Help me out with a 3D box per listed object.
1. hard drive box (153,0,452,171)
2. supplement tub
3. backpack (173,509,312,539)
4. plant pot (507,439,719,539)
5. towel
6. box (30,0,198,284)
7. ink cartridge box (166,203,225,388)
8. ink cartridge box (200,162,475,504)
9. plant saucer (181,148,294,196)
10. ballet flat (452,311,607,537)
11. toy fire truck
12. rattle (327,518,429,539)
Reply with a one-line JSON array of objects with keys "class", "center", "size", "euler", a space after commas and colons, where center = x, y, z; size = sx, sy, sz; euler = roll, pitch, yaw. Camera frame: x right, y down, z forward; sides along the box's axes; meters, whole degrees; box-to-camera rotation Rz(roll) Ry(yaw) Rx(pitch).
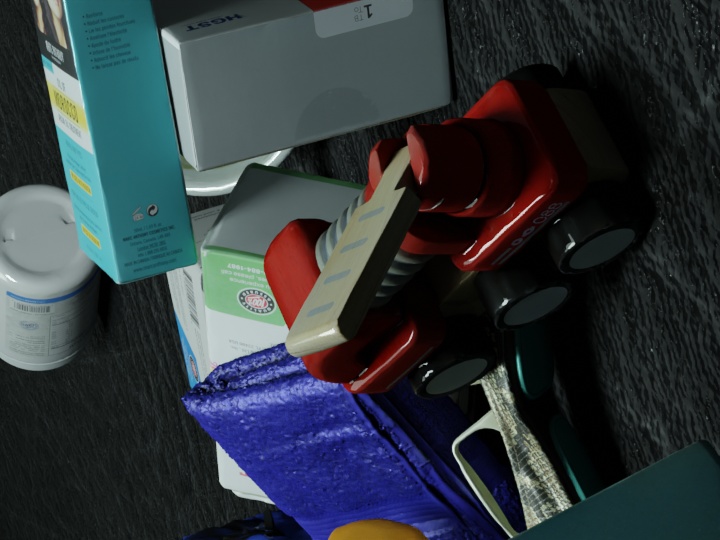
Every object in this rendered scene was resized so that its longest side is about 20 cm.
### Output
[{"class": "hard drive box", "center": [-0.060, -0.140, 1.166], "size": [0.200, 0.155, 0.077], "euler": [-138, 37, -56]}, {"class": "supplement tub", "center": [-0.343, 0.009, 2.166], "size": [0.200, 0.132, 0.132], "euler": [110, 139, -61]}, {"class": "backpack", "center": [-0.040, 0.249, 1.427], "size": [0.200, 0.167, 0.163], "euler": [-177, 68, -77]}, {"class": "plant pot", "center": [0.149, 0.213, 0.906], "size": [0.200, 0.141, 0.142], "euler": [52, 153, 33]}, {"class": "towel", "center": [0.008, 0.121, 1.141], "size": [0.147, 0.050, 0.200], "euler": [-21, 121, 35]}, {"class": "box", "center": [-0.139, -0.100, 1.105], "size": [0.082, 0.049, 0.201], "euler": [-146, 43, -62]}, {"class": "ink cartridge box", "center": [-0.067, 0.053, 1.471], "size": [0.200, 0.084, 0.146], "euler": [-138, 35, -56]}, {"class": "ink cartridge box", "center": [-0.008, 0.049, 1.177], "size": [0.088, 0.145, 0.200], "euler": [-66, -18, -46]}, {"class": "plant saucer", "center": [-0.107, -0.152, 1.356], "size": [0.199, 0.050, 0.201], "euler": [8, 109, 25]}, {"class": "ballet flat", "center": [0.079, 0.076, 1.068], "size": [0.068, 0.075, 0.201], "euler": [-22, -85, -67]}, {"class": "toy fire truck", "center": [0.014, -0.003, 0.941], "size": [0.176, 0.200, 0.129], "euler": [-43, 60, 37]}, {"class": "rattle", "center": [0.077, 0.228, 1.082], "size": [0.200, 0.131, 0.143], "euler": [35, 156, -31]}]
